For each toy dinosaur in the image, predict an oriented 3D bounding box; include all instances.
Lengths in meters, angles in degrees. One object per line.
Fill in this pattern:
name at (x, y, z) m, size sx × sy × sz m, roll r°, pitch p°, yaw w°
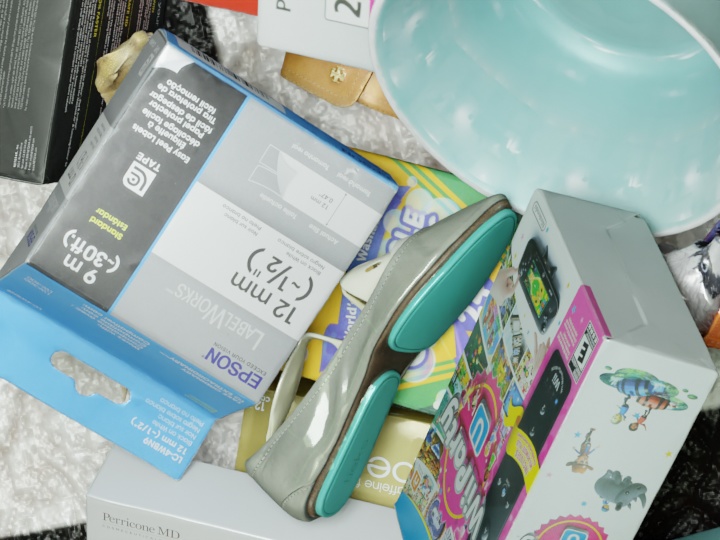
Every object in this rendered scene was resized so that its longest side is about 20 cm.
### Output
toy dinosaur at (-0.123, -0.040, 1.563) m, size 0.058 × 0.101 × 0.200 m, roll 14°, pitch 112°, yaw 30°

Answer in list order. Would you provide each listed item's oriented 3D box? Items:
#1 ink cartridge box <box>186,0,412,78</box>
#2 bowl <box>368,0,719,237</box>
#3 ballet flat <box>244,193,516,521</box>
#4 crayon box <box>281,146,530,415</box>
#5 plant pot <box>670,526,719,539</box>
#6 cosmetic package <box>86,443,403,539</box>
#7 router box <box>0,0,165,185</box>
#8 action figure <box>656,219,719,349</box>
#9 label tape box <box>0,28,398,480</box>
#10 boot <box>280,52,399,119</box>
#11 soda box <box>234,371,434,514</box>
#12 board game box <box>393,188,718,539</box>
ink cartridge box at (-0.037, -0.213, 1.492) m, size 0.173 × 0.044 × 0.200 m, roll 14°, pitch 116°, yaw 26°
bowl at (0.116, -0.120, 1.437) m, size 0.201 × 0.105 × 0.201 m, roll 20°, pitch 145°, yaw 15°
ballet flat at (0.004, 0.035, 1.492) m, size 0.064 × 0.067 × 0.200 m, roll 35°, pitch 100°, yaw 23°
crayon box at (0.000, 0.000, 1.557) m, size 0.200 × 0.052 × 0.126 m, roll 15°, pitch 92°, yaw 20°
plant pot at (0.146, 0.233, 1.513) m, size 0.200 × 0.141 × 0.141 m, roll -12°, pitch 116°, yaw 22°
cosmetic package at (-0.048, 0.183, 1.577) m, size 0.200 × 0.052 × 0.151 m, roll 12°, pitch 128°, yaw 11°
router box at (-0.148, -0.150, 1.545) m, size 0.051 × 0.149 × 0.200 m, roll 12°, pitch 98°, yaw 14°
action figure at (0.240, 0.010, 1.409) m, size 0.193 × 0.200 × 0.105 m, roll 6°, pitch 71°, yaw 3°
label tape box at (-0.095, -0.001, 1.491) m, size 0.143 × 0.066 × 0.200 m, roll 32°, pitch 93°, yaw -14°
boot at (-0.014, -0.169, 1.554) m, size 0.201 × 0.071 × 0.144 m, roll 30°, pitch 102°, yaw 5°
soda box at (0.035, 0.106, 1.574) m, size 0.200 × 0.068 × 0.064 m, roll 11°, pitch 99°, yaw 12°
board game box at (0.090, 0.084, 1.422) m, size 0.064 × 0.148 × 0.200 m, roll 14°, pitch 117°, yaw -17°
